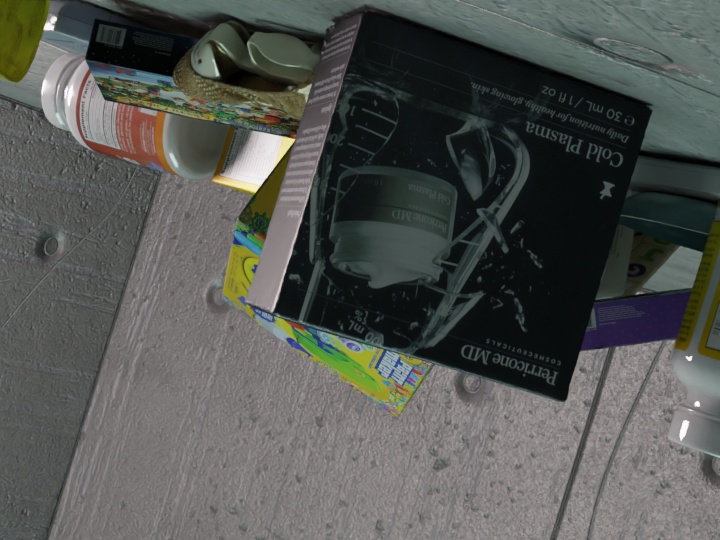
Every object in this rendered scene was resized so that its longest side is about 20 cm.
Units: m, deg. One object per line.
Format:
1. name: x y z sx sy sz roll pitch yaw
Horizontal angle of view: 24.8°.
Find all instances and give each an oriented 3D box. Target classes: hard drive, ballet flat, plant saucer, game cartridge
1. hard drive: 0.266 -0.061 1.288 0.132 0.027 0.200 17 179 -36
2. ballet flat: -0.076 -0.157 1.226 0.200 0.071 0.065 14 150 38
3. plant saucer: 0.291 -0.026 1.271 0.200 0.027 0.200 17 -179 0
4. game cartridge: -0.208 -0.203 1.494 0.200 0.040 0.133 17 -177 -37

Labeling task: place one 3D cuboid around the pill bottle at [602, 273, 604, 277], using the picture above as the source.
1. pill bottle: 0.078 -0.041 1.181 0.200 0.111 0.111 42 175 -10

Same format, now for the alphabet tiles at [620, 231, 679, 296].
1. alphabet tiles: 0.206 -0.035 1.597 0.200 0.008 0.167 17 -141 30

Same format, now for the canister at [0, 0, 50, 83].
1. canister: -0.367 -0.227 1.321 0.200 0.087 0.149 19 179 0

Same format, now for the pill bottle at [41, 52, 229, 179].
1. pill bottle: -0.234 -0.169 1.717 0.200 0.112 0.112 17 180 32

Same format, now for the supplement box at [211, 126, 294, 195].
1. supplement box: -0.038 -0.110 1.610 0.109 0.109 0.200 18 180 -39

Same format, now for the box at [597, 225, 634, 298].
1. box: 0.130 -0.047 1.469 0.200 0.109 0.128 17 -165 41

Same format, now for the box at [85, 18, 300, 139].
1. box: -0.122 -0.156 1.377 0.200 0.038 0.137 11 171 0

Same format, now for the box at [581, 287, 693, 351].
1. box: 0.254 0.036 1.328 0.200 0.039 0.137 -7 179 2

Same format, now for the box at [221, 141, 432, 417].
1. box: 0.000 0.000 1.375 0.193 0.122 0.200 33 159 5

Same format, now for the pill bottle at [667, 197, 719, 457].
1. pill bottle: 0.279 0.032 1.114 0.112 0.200 0.112 17 180 0

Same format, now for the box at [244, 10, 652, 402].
1. box: 0.053 -0.040 1.058 0.200 0.197 0.124 17 180 -12
